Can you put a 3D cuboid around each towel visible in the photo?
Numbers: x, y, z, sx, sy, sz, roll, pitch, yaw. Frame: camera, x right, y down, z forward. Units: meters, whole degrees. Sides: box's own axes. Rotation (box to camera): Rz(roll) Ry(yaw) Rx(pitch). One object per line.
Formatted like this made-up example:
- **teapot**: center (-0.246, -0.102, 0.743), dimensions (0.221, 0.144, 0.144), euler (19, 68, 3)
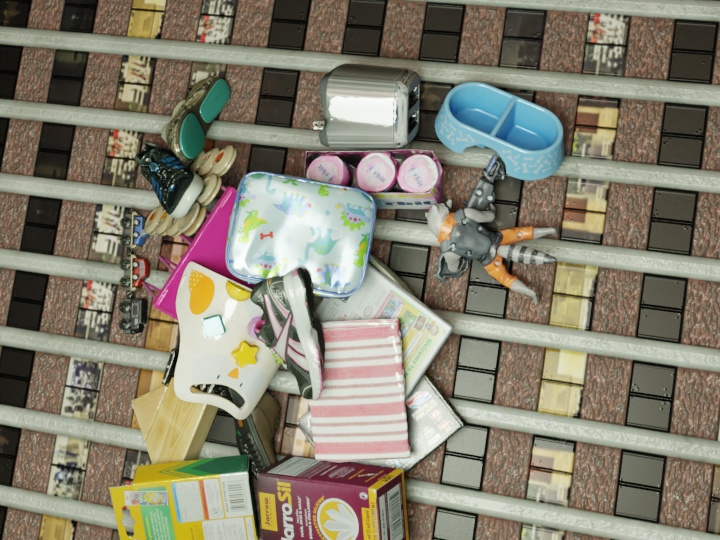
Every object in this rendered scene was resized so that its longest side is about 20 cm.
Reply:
- **towel**: center (-0.004, 0.170, 1.387), dimensions (0.145, 0.030, 0.202), euler (-4, 93, 20)

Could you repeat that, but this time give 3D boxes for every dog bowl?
- **dog bowl**: center (0.204, -0.208, 1.424), dimensions (0.199, 0.050, 0.112), euler (25, 60, 15)

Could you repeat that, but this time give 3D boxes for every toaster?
- **toaster**: center (0.015, -0.238, 1.422), dimensions (0.128, 0.200, 0.115), euler (4, 108, 11)

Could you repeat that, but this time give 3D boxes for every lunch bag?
- **lunch bag**: center (-0.084, -0.045, 1.351), dimensions (0.198, 0.082, 0.162), euler (9, 87, -5)

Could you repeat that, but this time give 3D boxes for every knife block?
- **knife block**: center (-0.248, 0.210, 1.489), dimensions (0.175, 0.064, 0.201), euler (-23, 79, 9)

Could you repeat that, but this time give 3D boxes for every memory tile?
- **memory tile**: center (-0.261, -0.119, 1.476), dimensions (0.017, 0.199, 0.154), euler (33, 75, -29)

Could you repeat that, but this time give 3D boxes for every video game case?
- **video game case**: center (0.008, 0.109, 1.404), dimensions (0.182, 0.022, 0.201), euler (36, 103, 15)

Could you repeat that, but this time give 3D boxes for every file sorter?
- **file sorter**: center (-0.213, -0.018, 1.459), dimensions (0.201, 0.139, 0.125), euler (-57, 32, 0)

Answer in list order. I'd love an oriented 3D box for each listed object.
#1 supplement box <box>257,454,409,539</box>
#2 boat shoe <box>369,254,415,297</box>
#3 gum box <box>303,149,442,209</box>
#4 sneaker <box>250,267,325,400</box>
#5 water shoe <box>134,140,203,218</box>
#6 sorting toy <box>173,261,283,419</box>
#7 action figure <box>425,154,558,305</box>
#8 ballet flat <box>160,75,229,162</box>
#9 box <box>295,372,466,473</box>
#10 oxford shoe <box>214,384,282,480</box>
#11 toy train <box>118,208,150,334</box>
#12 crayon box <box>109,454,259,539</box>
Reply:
- **supplement box**: center (-0.040, 0.334, 1.377), dimensions (0.199, 0.085, 0.111), euler (0, 98, 31)
- **boat shoe**: center (0.000, 0.000, 1.455), dimensions (0.200, 0.075, 0.062), euler (41, 91, 15)
- **gum box**: center (0.027, -0.133, 1.445), dimensions (0.198, 0.113, 0.067), euler (1, 83, 12)
- **sneaker**: center (-0.098, 0.086, 1.324), dimensions (0.086, 0.081, 0.201), euler (-6, 118, 6)
- **water shoe**: center (-0.290, -0.135, 1.438), dimensions (0.079, 0.200, 0.072), euler (33, 95, -29)
- **sorting toy**: center (-0.175, 0.112, 1.379), dimensions (0.107, 0.199, 0.181), euler (22, 89, 58)
- **action figure**: center (0.188, -0.064, 1.407), dimensions (0.192, 0.105, 0.201), euler (18, 94, 1)
- **ballet flat**: center (-0.265, -0.229, 1.510), dimensions (0.075, 0.068, 0.201), euler (-6, 41, 24)
- **box**: center (0.030, 0.224, 1.436), dimensions (0.200, 0.044, 0.161), euler (-39, 77, 5)
- **oxford shoe**: center (-0.145, 0.231, 1.459), dimensions (0.084, 0.072, 0.201), euler (-22, 99, -33)
- **toy train**: center (-0.357, 0.001, 1.554), dimensions (0.045, 0.034, 0.202), euler (-2, 83, 9)
- **crayon box**: center (-0.254, 0.344, 1.433), dimensions (0.198, 0.052, 0.127), euler (-6, 112, -2)
